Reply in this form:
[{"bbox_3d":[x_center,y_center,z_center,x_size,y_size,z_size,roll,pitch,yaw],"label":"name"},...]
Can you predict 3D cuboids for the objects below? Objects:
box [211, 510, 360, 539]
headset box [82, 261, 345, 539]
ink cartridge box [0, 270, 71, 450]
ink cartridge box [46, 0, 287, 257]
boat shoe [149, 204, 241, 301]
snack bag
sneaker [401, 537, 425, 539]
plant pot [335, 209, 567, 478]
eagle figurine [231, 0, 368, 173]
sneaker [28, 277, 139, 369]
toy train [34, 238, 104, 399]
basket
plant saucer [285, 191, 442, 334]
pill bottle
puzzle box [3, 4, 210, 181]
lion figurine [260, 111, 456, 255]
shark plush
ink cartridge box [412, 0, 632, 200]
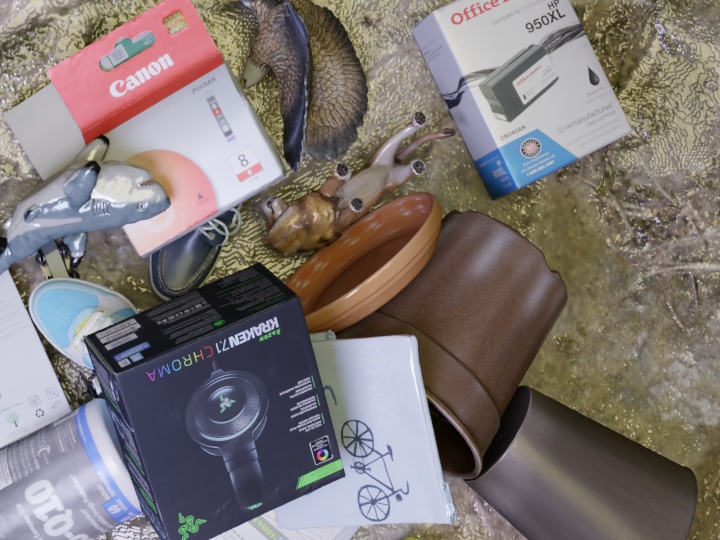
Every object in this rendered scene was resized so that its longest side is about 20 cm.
[{"bbox_3d":[-0.068,0.209,1.670,0.156,0.041,0.200,41,85,-7],"label":"box"},{"bbox_3d":[-0.123,0.124,1.487,0.173,0.093,0.201,-22,118,-18],"label":"headset box"},{"bbox_3d":[-0.355,0.070,1.619,0.099,0.039,0.201,-23,80,-14],"label":"ink cartridge box"},{"bbox_3d":[-0.184,-0.138,1.613,0.161,0.050,0.201,-29,97,7],"label":"ink cartridge box"},{"bbox_3d":[-0.149,-0.064,1.679,0.074,0.062,0.201,28,79,-8],"label":"boat shoe"},{"bbox_3d":[-0.014,0.145,1.577,0.021,0.199,0.190,-29,109,-57],"label":"snack bag"},{"bbox_3d":[0.042,0.369,1.687,0.104,0.076,0.202,-13,81,-2],"label":"sneaker"},{"bbox_3d":[0.087,0.061,1.667,0.200,0.200,0.199,40,69,-7],"label":"plant pot"},{"bbox_3d":[-0.068,-0.207,1.684,0.151,0.151,0.200,-34,82,-25],"label":"eagle figurine"},{"bbox_3d":[-0.220,0.067,1.563,0.199,0.131,0.080,32,85,1],"label":"sneaker"},{"bbox_3d":[-0.267,0.056,1.649,0.034,0.046,0.201,-21,91,-6],"label":"toy train"},{"bbox_3d":[0.210,0.213,1.688,0.199,0.136,0.181,36,51,-12],"label":"basket"},{"bbox_3d":[0.000,0.000,1.641,0.200,0.200,0.038,-41,105,-13],"label":"plant saucer"},{"bbox_3d":[-0.298,0.212,1.575,0.199,0.114,0.114,-29,92,2],"label":"pill bottle"},{"bbox_3d":[-0.226,-0.146,1.654,0.199,0.025,0.134,-31,92,6],"label":"puzzle box"},{"bbox_3d":[-0.002,-0.081,1.705,0.199,0.122,0.073,-26,81,-29],"label":"lion figurine"},{"bbox_3d":[-0.275,-0.037,1.576,0.199,0.091,0.084,-37,109,-1],"label":"shark plush"},{"bbox_3d":[0.163,-0.196,1.754,0.144,0.084,0.201,-27,91,-15],"label":"ink cartridge box"}]
